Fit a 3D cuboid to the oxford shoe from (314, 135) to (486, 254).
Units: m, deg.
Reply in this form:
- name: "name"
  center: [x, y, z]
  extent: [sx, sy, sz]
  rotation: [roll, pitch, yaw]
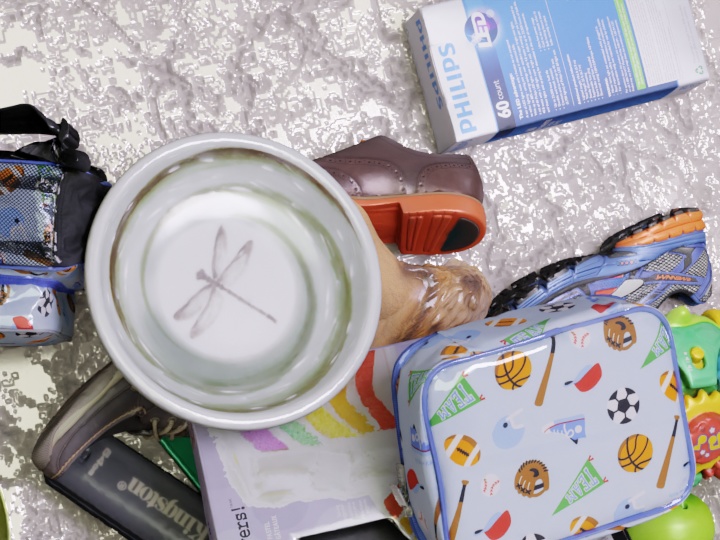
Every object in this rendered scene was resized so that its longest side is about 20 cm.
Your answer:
- name: "oxford shoe"
  center: [-0.010, -0.057, 1.713]
  extent: [0.199, 0.071, 0.073]
  rotation: [5, 56, -8]

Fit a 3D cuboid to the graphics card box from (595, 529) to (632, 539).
- name: "graphics card box"
  center: [0.125, 0.143, 1.655]
  extent: [0.051, 0.125, 0.201]
  rotation: [-31, 107, -13]

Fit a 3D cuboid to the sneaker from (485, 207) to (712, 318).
- name: "sneaker"
  center: [0.173, 0.024, 1.727]
  extent: [0.199, 0.075, 0.079]
  rotation: [-25, 93, -11]

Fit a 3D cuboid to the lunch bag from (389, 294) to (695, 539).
- name: "lunch bag"
  center: [0.114, 0.108, 1.542]
  extent: [0.199, 0.076, 0.161]
  rotation: [-15, 104, -19]

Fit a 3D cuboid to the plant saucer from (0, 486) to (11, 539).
- name: "plant saucer"
  center: [-0.336, 0.185, 1.624]
  extent: [0.199, 0.031, 0.201]
  rotation: [1, 84, -5]

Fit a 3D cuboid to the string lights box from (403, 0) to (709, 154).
- name: "string lights box"
  center: [0.143, -0.160, 1.746]
  extent: [0.199, 0.059, 0.103]
  rotation: [-14, 87, -12]

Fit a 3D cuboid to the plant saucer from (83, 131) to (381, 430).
- name: "plant saucer"
  center: [-0.087, 0.011, 1.576]
  extent: [0.199, 0.050, 0.201]
  rotation: [5, 73, -15]

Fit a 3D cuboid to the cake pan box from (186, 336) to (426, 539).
- name: "cake pan box"
  center: [-0.011, 0.158, 1.589]
  extent: [0.183, 0.052, 0.201]
  rotation: [-11, 75, -6]

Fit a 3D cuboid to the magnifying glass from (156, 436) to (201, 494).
- name: "magnifying glass"
  center: [-0.105, 0.141, 1.689]
  extent: [0.079, 0.022, 0.201]
  rotation: [-14, 85, -12]

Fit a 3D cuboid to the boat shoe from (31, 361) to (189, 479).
- name: "boat shoe"
  center: [-0.136, 0.080, 1.640]
  extent: [0.200, 0.074, 0.073]
  rotation: [-41, 94, -15]

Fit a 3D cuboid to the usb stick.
- name: "usb stick"
  center: [-0.129, 0.174, 1.656]
  extent: [0.199, 0.033, 0.056]
  rotation: [33, 77, 6]

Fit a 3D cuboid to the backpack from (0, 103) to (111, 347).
- name: "backpack"
  center: [-0.266, -0.024, 1.599]
  extent: [0.189, 0.200, 0.155]
  rotation: [10, 81, 3]

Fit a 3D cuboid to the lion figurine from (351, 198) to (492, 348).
- name: "lion figurine"
  center: [0.000, 0.000, 1.667]
  extent: [0.122, 0.073, 0.200]
  rotation: [-36, 130, 12]

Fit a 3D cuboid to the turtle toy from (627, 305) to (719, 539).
- name: "turtle toy"
  center: [0.219, 0.119, 1.696]
  extent: [0.145, 0.101, 0.201]
  rotation: [-7, 116, -22]
